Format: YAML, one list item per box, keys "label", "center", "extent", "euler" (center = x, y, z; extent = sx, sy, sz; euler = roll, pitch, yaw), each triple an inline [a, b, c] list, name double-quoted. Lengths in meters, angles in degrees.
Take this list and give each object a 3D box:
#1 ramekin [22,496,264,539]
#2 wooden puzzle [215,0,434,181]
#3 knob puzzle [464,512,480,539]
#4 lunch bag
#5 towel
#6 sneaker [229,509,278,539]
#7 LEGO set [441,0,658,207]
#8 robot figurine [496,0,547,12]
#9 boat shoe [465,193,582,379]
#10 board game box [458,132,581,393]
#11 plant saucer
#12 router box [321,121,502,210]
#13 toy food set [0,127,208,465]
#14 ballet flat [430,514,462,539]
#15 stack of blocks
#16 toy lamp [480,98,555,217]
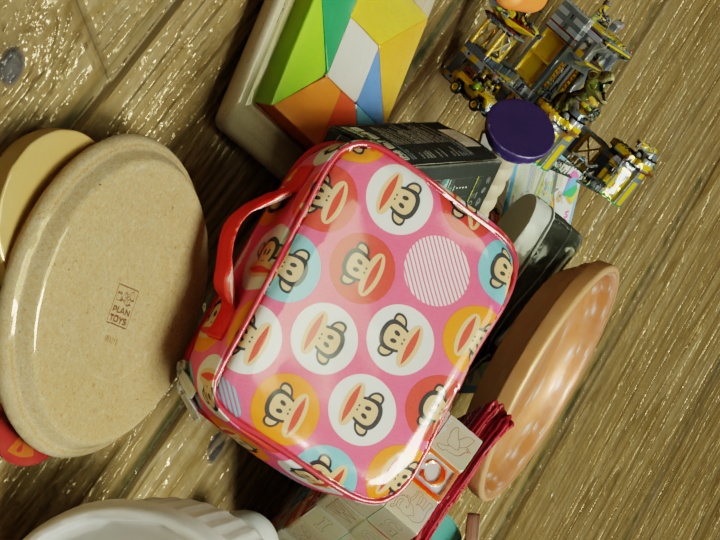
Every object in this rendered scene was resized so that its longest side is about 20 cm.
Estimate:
- label: "ramekin"
  center: [-0.120, 0.227, 1.375]
  extent: [0.094, 0.201, 0.204]
  euler: [-24, 125, -68]
- label: "wooden puzzle"
  center: [-0.013, -0.143, 1.541]
  extent: [0.200, 0.037, 0.186]
  euler: [43, 66, -59]
- label: "knob puzzle"
  center: [0.084, 0.270, 1.715]
  extent: [0.220, 0.030, 0.221]
  euler: [7, 90, -87]
- label: "lunch bag"
  center: [-0.015, 0.025, 1.408]
  extent: [0.176, 0.082, 0.201]
  euler: [35, 79, -21]
- label: "towel"
  center: [0.032, 0.166, 1.645]
  extent: [0.145, 0.022, 0.200]
  euler: [-52, -174, -21]
- label: "sneaker"
  center: [-0.078, 0.237, 1.586]
  extent: [0.082, 0.074, 0.201]
  euler: [-46, 150, -54]
- label: "LEGO set"
  center: [0.161, -0.143, 1.730]
  extent: [0.116, 0.154, 0.200]
  euler: [-51, 142, 12]
- label: "robot figurine"
  center: [0.074, -0.249, 1.557]
  extent: [0.200, 0.116, 0.145]
  euler: [3, 95, -69]
- label: "boat shoe"
  center: [0.098, 0.040, 1.748]
  extent: [0.064, 0.071, 0.200]
  euler: [38, 83, -19]
- label: "board game box"
  center: [0.116, -0.002, 1.846]
  extent: [0.134, 0.034, 0.201]
  euler: [8, 96, -61]
- label: "plant saucer"
  center: [0.128, 0.077, 1.729]
  extent: [0.201, 0.037, 0.201]
  euler: [-54, 163, -25]
- label: "router box"
  center: [0.000, 0.000, 1.558]
  extent: [0.150, 0.062, 0.201]
  euler: [-8, 127, -60]
- label: "toy food set"
  center: [-0.157, 0.016, 1.347]
  extent: [0.200, 0.048, 0.199]
  euler: [-4, 108, -61]
- label: "ballet flat"
  center: [0.023, 0.238, 1.622]
  extent: [0.068, 0.062, 0.200]
  euler: [62, 25, -14]
- label: "stack of blocks"
  center: [0.003, 0.148, 1.569]
  extent: [0.115, 0.059, 0.200]
  euler: [-53, -174, -33]
- label: "toy lamp"
  center: [0.085, -0.045, 1.671]
  extent: [0.058, 0.058, 0.200]
  euler: [-51, 174, -37]
